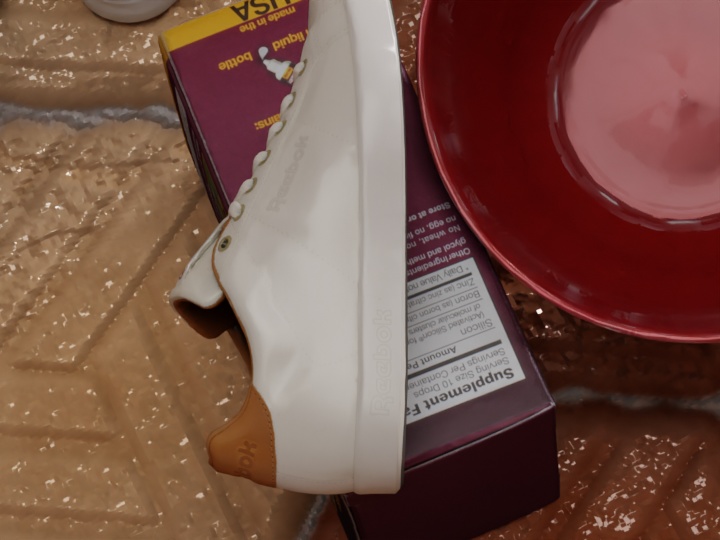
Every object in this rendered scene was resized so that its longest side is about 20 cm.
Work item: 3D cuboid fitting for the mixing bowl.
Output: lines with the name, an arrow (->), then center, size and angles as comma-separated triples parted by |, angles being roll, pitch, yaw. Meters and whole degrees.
mixing bowl -> 0.121, -0.072, 0.988 | 0.199, 0.108, 0.202 | 0, 87, 4

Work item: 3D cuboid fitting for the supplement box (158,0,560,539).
supplement box -> 0.000, 0.000, 1.011 | 0.085, 0.110, 0.201 | -22, 68, -4

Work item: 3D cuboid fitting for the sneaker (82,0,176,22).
sneaker -> -0.072, -0.215, 1.106 | 0.073, 0.116, 0.201 | 16, 68, 14

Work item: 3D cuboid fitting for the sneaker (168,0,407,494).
sneaker -> -0.025, -0.022, 0.922 | 0.084, 0.073, 0.201 | 0, 69, 2
